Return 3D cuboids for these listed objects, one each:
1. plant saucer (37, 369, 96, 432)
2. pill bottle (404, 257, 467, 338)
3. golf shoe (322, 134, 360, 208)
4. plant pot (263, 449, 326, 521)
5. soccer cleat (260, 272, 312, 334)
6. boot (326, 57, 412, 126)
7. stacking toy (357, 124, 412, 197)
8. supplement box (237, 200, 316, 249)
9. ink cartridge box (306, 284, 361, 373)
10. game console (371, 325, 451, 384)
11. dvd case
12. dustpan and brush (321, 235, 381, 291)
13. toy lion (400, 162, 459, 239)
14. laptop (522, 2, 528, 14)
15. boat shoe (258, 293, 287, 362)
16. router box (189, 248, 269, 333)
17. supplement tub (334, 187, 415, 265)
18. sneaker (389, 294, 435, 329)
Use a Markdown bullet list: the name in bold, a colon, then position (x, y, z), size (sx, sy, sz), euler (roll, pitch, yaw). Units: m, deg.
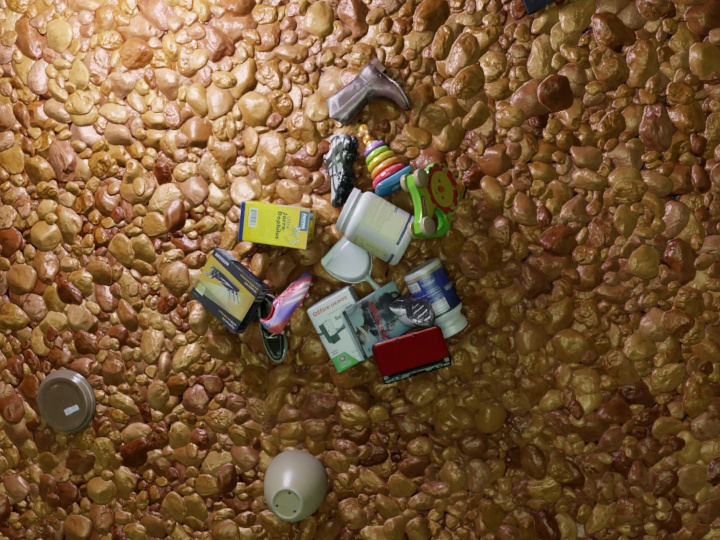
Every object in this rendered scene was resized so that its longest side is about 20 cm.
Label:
- **plant saucer**: position (-0.924, 0.412, 1.801), size (0.194, 0.029, 0.206), euler (1, 96, 5)
- **pill bottle**: position (0.212, 0.079, 1.598), size (0.114, 0.116, 0.203), euler (-27, 94, 8)
- **golf shoe**: position (-0.063, -0.280, 1.616), size (0.093, 0.077, 0.205), euler (19, 103, 28)
- **plant pot**: position (-0.203, 0.654, 1.700), size (0.194, 0.134, 0.206), euler (1, 96, 6)
- **soccer cleat**: position (-0.207, 0.085, 1.640), size (0.076, 0.066, 0.203), euler (35, 78, -21)
- **boot**: position (0.019, -0.451, 1.582), size (0.199, 0.064, 0.188), euler (-40, 78, 6)
- **stacking toy**: position (0.049, -0.313, 1.586), size (0.114, 0.110, 0.203), euler (-29, 82, -5)
- **supplement box**: position (-0.232, -0.129, 1.623), size (0.194, 0.109, 0.113), euler (8, 97, 5)
- **ink cartridge box**: position (-0.045, 0.164, 1.651), size (0.144, 0.083, 0.203), euler (-28, 93, 8)
- **game console**: position (0.145, 0.230, 1.602), size (0.195, 0.172, 0.122), euler (-17, 86, 8)
- **dvd case**: position (0.049, 0.137, 1.611), size (0.197, 0.022, 0.149), euler (-28, 95, -30)
- **dustpan and brush**: position (0.000, 0.000, 1.648), size (0.200, 0.057, 0.140), euler (45, 87, 6)
- **toy lion**: position (0.199, -0.188, 1.540), size (0.068, 0.188, 0.206), euler (-14, 81, 47)
- **laptop**: position (0.509, -0.815, 1.516), size (0.197, 0.116, 0.191), euler (-28, 95, -21)
- **boat shoe**: position (-0.264, 0.173, 1.685), size (0.069, 0.064, 0.206), euler (-12, 95, 7)
- **router box**: position (-0.379, 0.058, 1.662), size (0.198, 0.052, 0.159), euler (36, 100, 19)
- **supplement tub**: position (0.042, -0.122, 1.573), size (0.197, 0.145, 0.147), euler (28, 99, -1)
- **sneaker**: position (0.150, 0.122, 1.550), size (0.073, 0.199, 0.080), euler (-35, 108, -13)
